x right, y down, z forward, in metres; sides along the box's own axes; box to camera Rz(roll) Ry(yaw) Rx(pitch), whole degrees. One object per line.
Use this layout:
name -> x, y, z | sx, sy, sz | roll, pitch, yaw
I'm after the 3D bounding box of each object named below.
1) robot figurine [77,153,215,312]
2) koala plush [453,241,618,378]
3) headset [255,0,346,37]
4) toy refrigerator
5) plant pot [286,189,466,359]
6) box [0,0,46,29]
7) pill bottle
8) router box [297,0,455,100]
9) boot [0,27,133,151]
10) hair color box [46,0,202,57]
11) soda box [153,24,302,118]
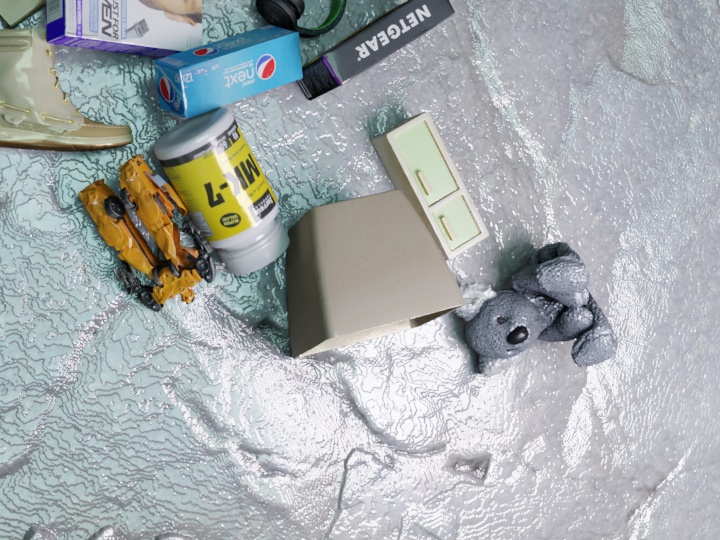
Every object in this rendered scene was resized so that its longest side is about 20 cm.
robot figurine -> -0.273, -0.045, 1.561 | 0.144, 0.058, 0.201 | -26, 104, 23
koala plush -> 0.240, 0.065, 1.729 | 0.199, 0.184, 0.178 | -27, 111, 3
headset -> -0.101, -0.395, 1.630 | 0.199, 0.094, 0.125 | 9, 86, -30
toy refrigerator -> 0.102, -0.120, 1.711 | 0.076, 0.070, 0.201 | -30, 99, -18
plant pot -> 0.000, 0.000, 1.618 | 0.198, 0.200, 0.179 | -12, 82, -19
box -> -0.431, -0.440, 1.551 | 0.200, 0.021, 0.164 | -41, 102, -15
pill bottle -> -0.178, -0.103, 1.574 | 0.114, 0.114, 0.201 | -35, 115, -17
router box -> 0.017, -0.314, 1.642 | 0.199, 0.149, 0.051 | -35, 101, -17
boot -> -0.392, -0.234, 1.539 | 0.198, 0.073, 0.157 | 2, 87, -16
hair color box -> -0.304, -0.341, 1.544 | 0.199, 0.065, 0.110 | -1, 89, -40
soda box -> -0.173, -0.267, 1.580 | 0.199, 0.064, 0.068 | -26, 124, -35
